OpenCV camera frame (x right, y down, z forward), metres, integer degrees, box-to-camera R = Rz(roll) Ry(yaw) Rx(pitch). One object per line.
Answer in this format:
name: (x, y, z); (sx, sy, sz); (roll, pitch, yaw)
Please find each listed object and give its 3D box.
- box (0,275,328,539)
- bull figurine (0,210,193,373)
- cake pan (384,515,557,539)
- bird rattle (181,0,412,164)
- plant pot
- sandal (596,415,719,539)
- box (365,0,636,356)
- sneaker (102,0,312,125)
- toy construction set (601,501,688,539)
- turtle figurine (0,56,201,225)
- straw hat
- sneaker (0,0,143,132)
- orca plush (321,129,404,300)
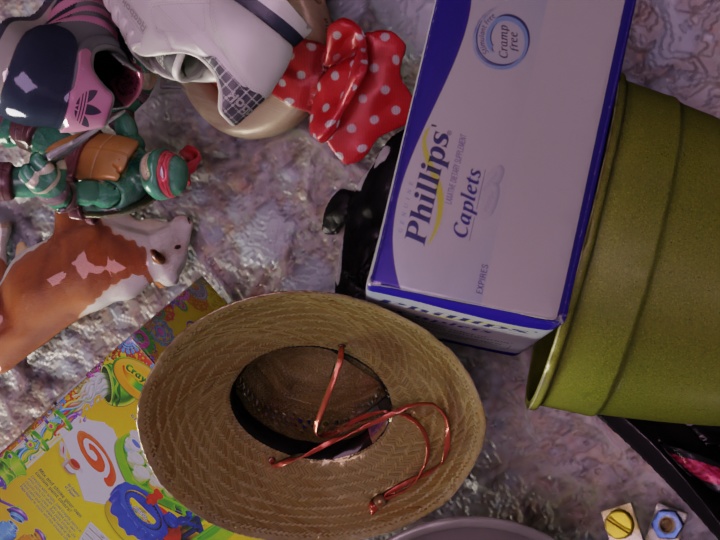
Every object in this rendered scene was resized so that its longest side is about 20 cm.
box: (-0.126, 0.152, 0.878); (0.192, 0.122, 0.200); (-39, 94, 24)
bull figurine: (-0.219, -0.007, 0.948); (0.199, 0.065, 0.122); (-32, 75, 12)
cake pan: (0.064, 0.243, 0.808); (0.197, 0.037, 0.203); (-1, 102, -3)
bird rattle: (-0.057, -0.158, 0.877); (0.162, 0.112, 0.202); (-27, 94, 37)
plant pot: (0.213, 0.008, 0.749); (0.191, 0.200, 0.203); (15, 101, 4)
sandal: (0.223, 0.120, 0.804); (0.200, 0.075, 0.045); (42, 120, 13)
box: (0.073, -0.056, 0.742); (0.104, 0.200, 0.186); (13, 83, 2)
sneaker: (-0.125, -0.168, 0.786); (0.199, 0.076, 0.081); (35, 95, 24)
toy construction set: (0.207, 0.252, 0.815); (0.129, 0.092, 0.203); (7, 98, 17)
turtle figurine: (-0.187, -0.079, 0.866); (0.197, 0.150, 0.102); (2, 124, 18)
straw hat: (-0.029, 0.067, 0.765); (0.198, 0.086, 0.203); (-1, 126, -2)
sneaker: (-0.170, -0.130, 0.808); (0.081, 0.201, 0.071); (20, 117, -3)
orca plush: (0.000, 0.000, 0.870); (0.105, 0.071, 0.201); (39, 107, 12)
